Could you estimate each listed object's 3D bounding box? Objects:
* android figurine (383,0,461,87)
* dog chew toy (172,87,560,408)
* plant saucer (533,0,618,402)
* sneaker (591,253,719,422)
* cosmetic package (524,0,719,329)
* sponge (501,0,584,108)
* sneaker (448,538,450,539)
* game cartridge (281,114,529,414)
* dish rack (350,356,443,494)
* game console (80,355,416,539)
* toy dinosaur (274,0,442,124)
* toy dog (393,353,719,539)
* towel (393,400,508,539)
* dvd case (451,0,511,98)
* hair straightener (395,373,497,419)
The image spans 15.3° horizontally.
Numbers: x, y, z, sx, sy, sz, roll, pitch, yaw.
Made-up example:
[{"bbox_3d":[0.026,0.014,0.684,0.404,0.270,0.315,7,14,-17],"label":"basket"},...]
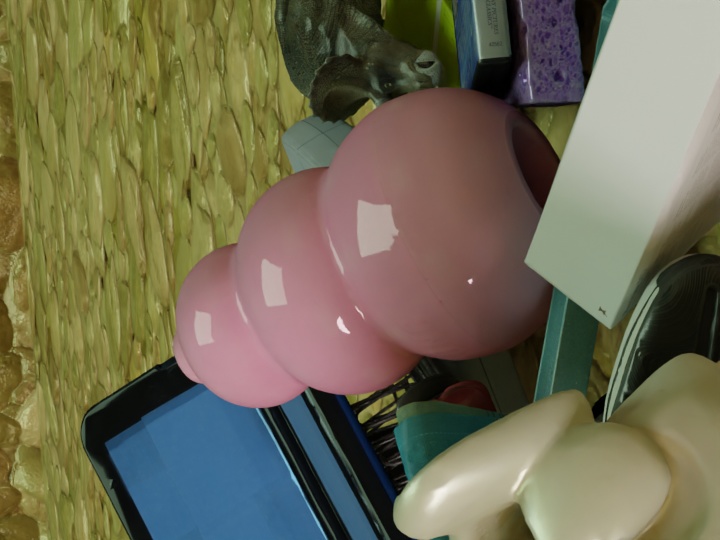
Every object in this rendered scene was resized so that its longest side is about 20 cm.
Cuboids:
[{"bbox_3d":[0.041,-0.102,1.409,0.200,0.041,0.183,-113,23,-53],"label":"android figurine"},{"bbox_3d":[0.000,0.000,1.230,0.125,0.199,0.125,48,-154,-33],"label":"dog chew toy"},{"bbox_3d":[0.098,-0.020,1.141,0.070,0.019,0.201,106,175,-85],"label":"plant saucer"},{"bbox_3d":[0.115,0.063,1.108,0.115,0.075,0.201,-119,26,-54],"label":"sneaker"},{"bbox_3d":[0.122,-0.070,1.005,0.051,0.083,0.200,36,145,15],"label":"cosmetic package"},{"bbox_3d":[0.075,-0.175,1.231,0.112,0.030,0.201,-144,49,-87],"label":"sponge"},{"bbox_3d":[0.096,0.185,1.073,0.200,0.073,0.072,49,145,-9],"label":"sneaker"},{"bbox_3d":[0.021,0.000,1.393,0.200,0.041,0.134,49,161,53],"label":"game cartridge"},{"bbox_3d":[0.025,0.089,1.357,0.154,0.054,0.200,53,168,39],"label":"dish rack"},{"bbox_3d":[-0.053,0.123,1.358,0.201,0.118,0.171,61,170,9],"label":"game console"},{"bbox_3d":[-0.018,-0.125,1.398,0.200,0.077,0.103,-155,69,-72],"label":"toy dinosaur"},{"bbox_3d":[0.132,0.141,0.941,0.200,0.193,0.140,55,162,26],"label":"toy dog"},{"bbox_3d":[0.085,0.156,1.148,0.022,0.146,0.201,-30,61,38],"label":"towel"},{"bbox_3d":[0.050,-0.179,1.256,0.143,0.017,0.201,90,174,-82],"label":"dvd case"},{"bbox_3d":[0.071,0.136,1.244,0.201,0.041,0.077,60,165,-15],"label":"hair straightener"}]
